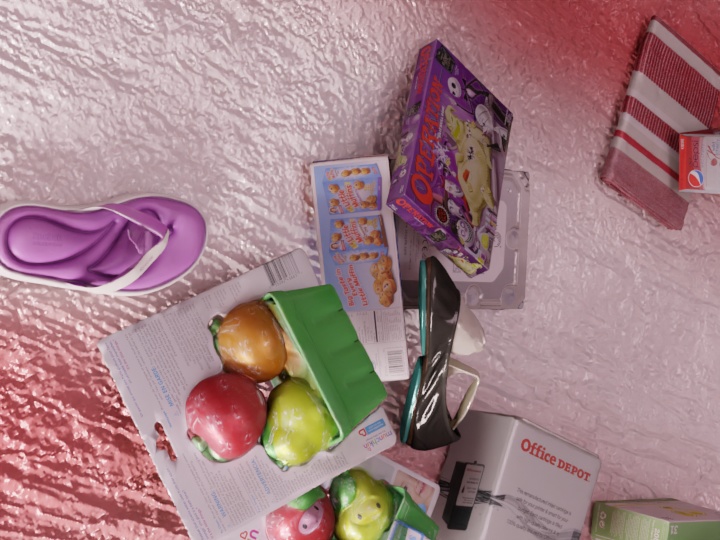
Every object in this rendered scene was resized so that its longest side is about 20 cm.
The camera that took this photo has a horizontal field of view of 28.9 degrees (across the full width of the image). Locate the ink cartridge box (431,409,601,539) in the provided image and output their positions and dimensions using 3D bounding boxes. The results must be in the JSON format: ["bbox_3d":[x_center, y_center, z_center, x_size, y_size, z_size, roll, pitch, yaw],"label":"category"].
[{"bbox_3d":[0.142,0.253,1.376,0.146,0.083,0.202,29,75,-38],"label":"ink cartridge box"}]

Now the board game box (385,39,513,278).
[{"bbox_3d":[0.086,-0.105,1.289,0.120,0.032,0.201,35,47,-27],"label":"board game box"}]

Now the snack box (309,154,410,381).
[{"bbox_3d":[0.000,0.000,1.250,0.071,0.024,0.202,-5,98,5],"label":"snack box"}]

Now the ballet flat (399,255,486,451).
[{"bbox_3d":[0.078,0.077,1.289,0.068,0.068,0.202,4,120,-2],"label":"ballet flat"}]

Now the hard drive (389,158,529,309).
[{"bbox_3d":[0.083,-0.032,1.340,0.199,0.038,0.141,2,91,-42],"label":"hard drive"}]

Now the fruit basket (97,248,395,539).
[{"bbox_3d":[-0.090,0.102,1.149,0.199,0.094,0.186,-26,85,-21],"label":"fruit basket"}]

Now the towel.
[{"bbox_3d":[0.338,-0.163,1.562,0.144,0.023,0.202,30,73,-38],"label":"towel"}]

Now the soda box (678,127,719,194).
[{"bbox_3d":[0.437,-0.130,1.600,0.199,0.063,0.071,-11,103,-50],"label":"soda box"}]

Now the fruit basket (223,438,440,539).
[{"bbox_3d":[-0.030,0.235,1.223,0.200,0.093,0.186,35,70,-33],"label":"fruit basket"}]

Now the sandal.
[{"bbox_3d":[-0.197,-0.018,1.090,0.201,0.050,0.083,-6,97,-41],"label":"sandal"}]

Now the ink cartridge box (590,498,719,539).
[{"bbox_3d":[0.368,0.289,1.497,0.145,0.199,0.048,7,90,-40],"label":"ink cartridge box"}]
